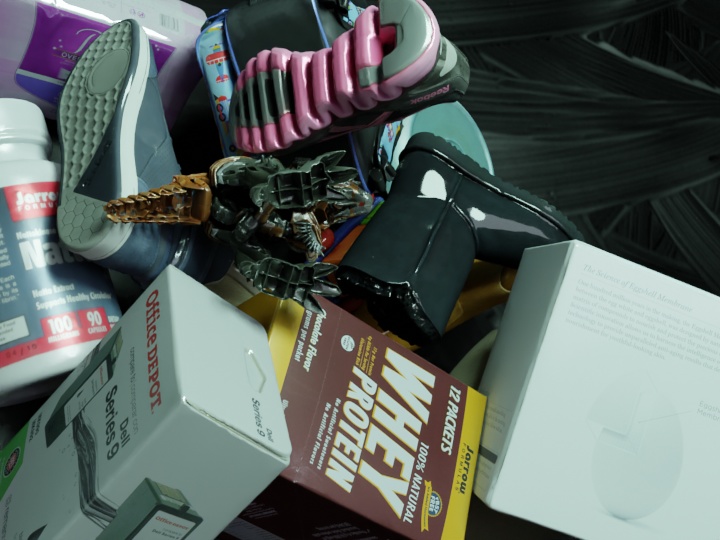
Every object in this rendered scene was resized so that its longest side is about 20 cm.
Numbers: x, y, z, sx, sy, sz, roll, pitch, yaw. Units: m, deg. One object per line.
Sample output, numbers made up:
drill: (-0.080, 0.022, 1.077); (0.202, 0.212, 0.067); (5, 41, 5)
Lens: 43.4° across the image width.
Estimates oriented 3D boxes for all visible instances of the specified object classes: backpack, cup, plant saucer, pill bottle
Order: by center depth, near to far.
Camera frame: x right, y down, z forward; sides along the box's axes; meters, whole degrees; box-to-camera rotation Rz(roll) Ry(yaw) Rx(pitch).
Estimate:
pill bottle: (-0.250, -0.013, 0.659); (0.118, 0.119, 0.203); (-13, 81, -40)
backpack: (-0.036, -0.159, 0.783); (0.200, 0.132, 0.186); (-61, 137, -66)
cup: (0.125, 0.179, 0.850); (0.142, 0.200, 0.202); (-31, 92, -17)
plant saucer: (0.095, -0.112, 1.001); (0.198, 0.027, 0.204); (17, 67, -46)

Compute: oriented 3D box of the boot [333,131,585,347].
boot: (0.088, -0.003, 0.782); (0.198, 0.076, 0.170); (32, 63, -10)

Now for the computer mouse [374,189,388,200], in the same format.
computer mouse: (0.002, -0.157, 0.962); (0.108, 0.044, 0.203); (19, 62, -30)

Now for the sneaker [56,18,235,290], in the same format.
sneaker: (-0.155, -0.075, 0.685); (0.146, 0.076, 0.206); (39, 41, -52)

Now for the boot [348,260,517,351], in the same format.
boot: (0.080, 0.029, 0.880); (0.200, 0.143, 0.072); (-30, 97, -41)

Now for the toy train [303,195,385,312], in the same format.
toy train: (0.000, 0.000, 0.841); (0.200, 0.115, 0.085); (-46, 118, -37)

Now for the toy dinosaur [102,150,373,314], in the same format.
toy dinosaur: (-0.072, -0.037, 0.625); (0.198, 0.135, 0.104); (-27, 123, -26)

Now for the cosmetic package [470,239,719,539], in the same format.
cosmetic package: (0.203, 0.106, 0.711); (0.196, 0.123, 0.203); (21, 87, -7)

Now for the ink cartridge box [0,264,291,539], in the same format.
ink cartridge box: (-0.145, 0.118, 0.564); (0.084, 0.200, 0.147); (36, 15, -31)

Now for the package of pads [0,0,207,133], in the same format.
package of pads: (-0.232, -0.184, 0.735); (0.197, 0.121, 0.077); (11, 47, -33)

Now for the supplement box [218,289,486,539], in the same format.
supplement box: (-0.045, 0.136, 0.708); (0.199, 0.196, 0.135); (32, 55, -24)

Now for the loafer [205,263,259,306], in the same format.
loafer: (-0.102, 0.031, 0.774); (0.198, 0.076, 0.069); (31, 93, -1)

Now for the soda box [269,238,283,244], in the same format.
soda box: (-0.082, -0.134, 0.875); (0.070, 0.063, 0.203); (20, 62, -30)

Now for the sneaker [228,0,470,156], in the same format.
sneaker: (-0.009, -0.122, 0.643); (0.095, 0.198, 0.081); (12, 73, -50)
